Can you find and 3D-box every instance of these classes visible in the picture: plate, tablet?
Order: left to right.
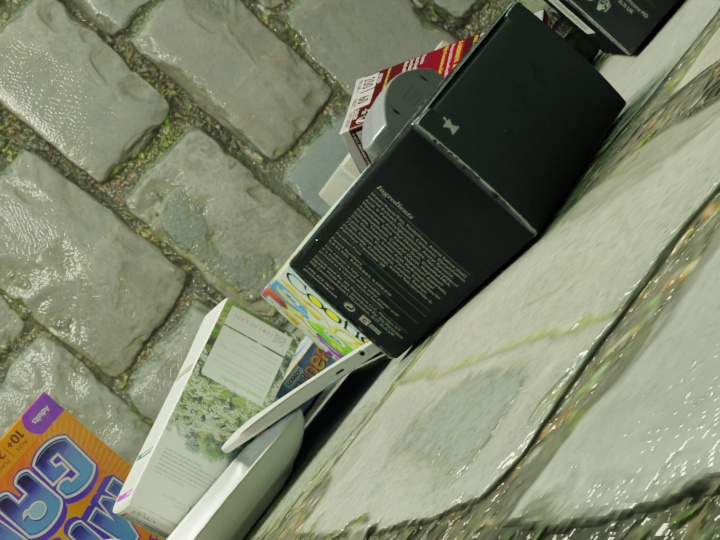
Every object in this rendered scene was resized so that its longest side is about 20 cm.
[{"bbox_3d":[-0.118,0.203,1.133,0.200,0.032,0.200,-51,3,-23],"label":"plate"},{"bbox_3d":[-0.048,0.099,1.177,0.129,0.014,0.200,-33,-3,-14],"label":"tablet"}]

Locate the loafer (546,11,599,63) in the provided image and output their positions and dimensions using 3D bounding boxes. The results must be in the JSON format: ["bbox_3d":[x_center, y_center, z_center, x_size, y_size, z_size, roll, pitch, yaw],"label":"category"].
[{"bbox_3d":[0.159,-0.184,1.481,0.068,0.070,0.201,-51,3,-38],"label":"loafer"}]

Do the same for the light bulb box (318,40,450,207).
[{"bbox_3d":[0.066,-0.140,1.779,0.199,0.125,0.200,-51,2,-11],"label":"light bulb box"}]

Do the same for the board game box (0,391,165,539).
[{"bbox_3d":[-0.318,0.285,1.445,0.200,0.200,0.200,-46,5,48],"label":"board game box"}]

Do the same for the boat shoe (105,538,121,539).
[{"bbox_3d":[-0.227,0.298,1.282,0.091,0.071,0.201,-45,12,40],"label":"boat shoe"}]

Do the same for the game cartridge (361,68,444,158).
[{"bbox_3d":[0.068,-0.104,1.228,0.041,0.133,0.200,-47,3,24],"label":"game cartridge"}]

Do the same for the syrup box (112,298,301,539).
[{"bbox_3d":[-0.133,0.134,1.299,0.201,0.078,0.081,-66,12,-20],"label":"syrup box"}]

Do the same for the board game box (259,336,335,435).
[{"bbox_3d":[-0.054,0.099,1.443,0.200,0.034,0.135,-53,4,-38],"label":"board game box"}]

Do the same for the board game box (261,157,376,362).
[{"bbox_3d":[0.000,0.000,1.221,0.105,0.103,0.200,-50,3,-15],"label":"board game box"}]

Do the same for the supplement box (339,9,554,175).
[{"bbox_3d":[0.087,-0.161,1.380,0.198,0.061,0.109,-18,30,21],"label":"supplement box"}]

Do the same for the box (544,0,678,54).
[{"bbox_3d":[0.233,-0.287,1.223,0.200,0.117,0.197,-50,3,9],"label":"box"}]

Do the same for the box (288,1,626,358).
[{"bbox_3d":[0.062,-0.057,1.008,0.148,0.104,0.200,-51,4,-36],"label":"box"}]
